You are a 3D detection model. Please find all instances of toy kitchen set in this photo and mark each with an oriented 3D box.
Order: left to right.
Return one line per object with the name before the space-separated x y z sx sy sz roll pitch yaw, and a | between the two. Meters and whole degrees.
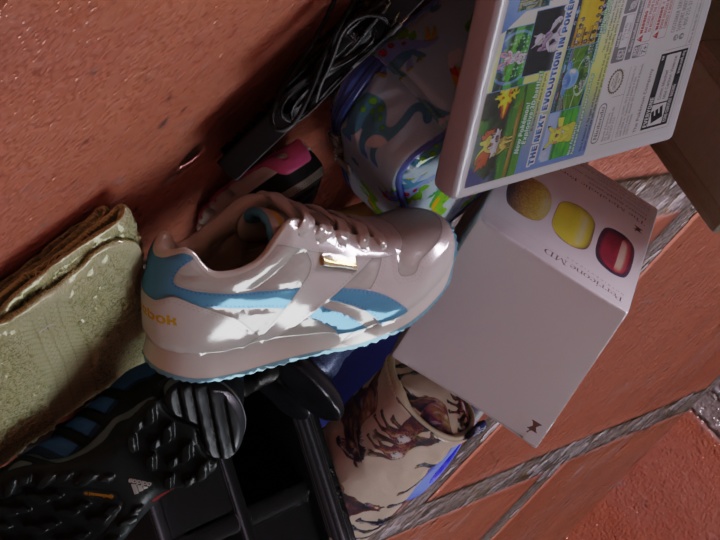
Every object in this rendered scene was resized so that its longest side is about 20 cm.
toy kitchen set | 0.251 -0.101 1.793 0.199 0.181 0.163 -8 146 -45

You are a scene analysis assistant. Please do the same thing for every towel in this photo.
towel | -0.175 0.045 1.426 0.148 0.037 0.200 -38 165 -14

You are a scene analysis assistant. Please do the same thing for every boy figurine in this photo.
boy figurine | 0.000 0.000 1.650 0.124 0.064 0.201 -7 -137 52

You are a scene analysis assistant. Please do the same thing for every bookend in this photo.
bookend | -0.098 0.169 1.628 0.092 0.200 0.200 -17 180 33

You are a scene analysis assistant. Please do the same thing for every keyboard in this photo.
keyboard | -0.009 -0.132 1.394 0.200 0.040 0.104 -45 -171 2

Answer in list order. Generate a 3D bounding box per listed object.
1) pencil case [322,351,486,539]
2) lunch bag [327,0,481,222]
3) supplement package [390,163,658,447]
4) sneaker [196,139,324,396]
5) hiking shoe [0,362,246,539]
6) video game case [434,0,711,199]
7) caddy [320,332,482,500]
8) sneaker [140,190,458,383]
pencil case | -0.003 0.140 1.735 0.089 0.078 0.200 10 131 -44
lunch bag | 0.074 -0.112 1.536 0.200 0.082 0.161 -41 163 -8
supplement package | 0.108 0.006 1.646 0.110 0.113 0.200 -58 -179 23
sneaker | -0.055 0.005 1.524 0.074 0.088 0.200 -30 161 -39
hiking shoe | -0.142 0.108 1.472 0.199 0.075 0.087 -28 -161 19
video game case | 0.131 -0.146 1.444 0.181 0.022 0.201 -17 132 -38
caddy | 0.051 0.062 1.827 0.141 0.104 0.201 -2 115 -65
sneaker | -0.029 -0.003 1.433 0.199 0.076 0.081 -19 124 -30
